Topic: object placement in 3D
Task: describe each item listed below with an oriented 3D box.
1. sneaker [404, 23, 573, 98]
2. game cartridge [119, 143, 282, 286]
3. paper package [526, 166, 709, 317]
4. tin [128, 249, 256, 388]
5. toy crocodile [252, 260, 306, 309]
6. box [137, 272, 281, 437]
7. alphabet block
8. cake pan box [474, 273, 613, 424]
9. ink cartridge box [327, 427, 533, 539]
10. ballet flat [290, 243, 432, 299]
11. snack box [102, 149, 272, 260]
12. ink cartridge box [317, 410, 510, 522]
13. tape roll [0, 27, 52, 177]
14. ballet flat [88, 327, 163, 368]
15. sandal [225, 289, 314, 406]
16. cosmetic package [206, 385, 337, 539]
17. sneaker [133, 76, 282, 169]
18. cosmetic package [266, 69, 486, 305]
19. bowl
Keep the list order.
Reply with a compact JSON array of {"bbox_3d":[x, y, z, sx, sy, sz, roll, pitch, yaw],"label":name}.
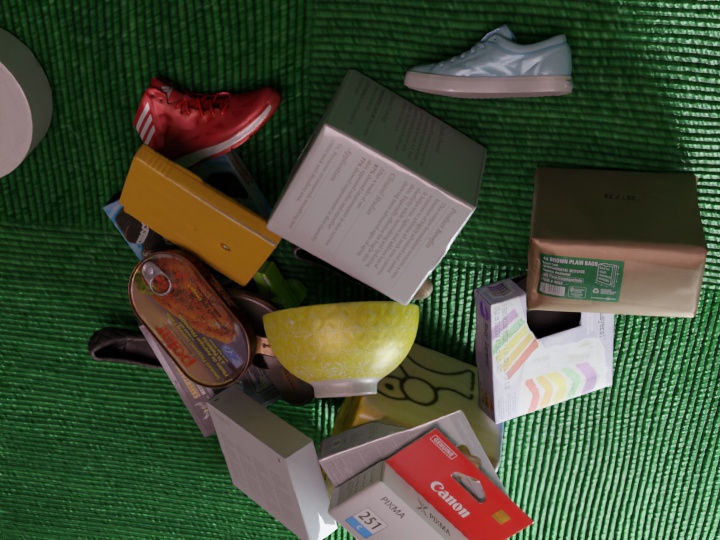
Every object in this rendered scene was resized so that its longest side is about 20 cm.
[{"bbox_3d":[0.150,-0.245,1.286,0.199,0.074,0.082,2,93,15],"label":"sneaker"},{"bbox_3d":[-0.203,-0.066,1.376,0.200,0.033,0.176,34,155,-7],"label":"game cartridge"},{"bbox_3d":[0.301,-0.037,1.305,0.199,0.191,0.104,4,122,9],"label":"paper package"},{"bbox_3d":[-0.220,0.063,1.443,0.112,0.042,0.200,-39,89,14],"label":"tin"},{"bbox_3d":[-0.094,0.074,1.520,0.062,0.068,0.200,-19,117,28],"label":"toy crocodile"},{"bbox_3d":[-0.195,0.114,1.538,0.158,0.048,0.201,-27,113,-1],"label":"box"},{"bbox_3d":[0.070,0.234,1.519,0.199,0.196,0.197,22,121,-3],"label":"alphabet block"},{"bbox_3d":[0.241,0.085,1.429,0.183,0.052,0.201,-16,122,-18],"label":"cake pan box"},{"bbox_3d":[0.089,0.310,1.375,0.176,0.045,0.200,-36,111,25],"label":"ink cartridge box"},{"bbox_3d":[0.000,0.000,1.463,0.199,0.057,0.067,20,124,-2],"label":"ballet flat"},{"bbox_3d":[-0.229,-0.081,1.465,0.199,0.037,0.116,-21,116,22],"label":"snack box"},{"bbox_3d":[0.069,0.255,1.398,0.199,0.047,0.160,-22,116,16],"label":"ink cartridge box"},{"bbox_3d":[-0.502,-0.217,1.409,0.201,0.071,0.203,4,123,7],"label":"tape roll"},{"bbox_3d":[-0.289,0.121,1.575,0.199,0.057,0.067,5,119,-7],"label":"ballet flat"},{"bbox_3d":[-0.125,0.111,1.480,0.081,0.055,0.201,-10,119,29],"label":"sandal"},{"bbox_3d":[-0.121,0.259,1.477,0.200,0.052,0.151,25,138,48],"label":"cosmetic package"},{"bbox_3d":[-0.202,-0.200,1.362,0.200,0.078,0.116,-27,115,23],"label":"sneaker"},{"bbox_3d":[0.022,-0.101,1.330,0.199,0.167,0.168,30,123,-8],"label":"cosmetic package"},{"bbox_3d":[-0.021,0.104,1.384,0.199,0.200,0.108,-6,81,14],"label":"bowl"}]
